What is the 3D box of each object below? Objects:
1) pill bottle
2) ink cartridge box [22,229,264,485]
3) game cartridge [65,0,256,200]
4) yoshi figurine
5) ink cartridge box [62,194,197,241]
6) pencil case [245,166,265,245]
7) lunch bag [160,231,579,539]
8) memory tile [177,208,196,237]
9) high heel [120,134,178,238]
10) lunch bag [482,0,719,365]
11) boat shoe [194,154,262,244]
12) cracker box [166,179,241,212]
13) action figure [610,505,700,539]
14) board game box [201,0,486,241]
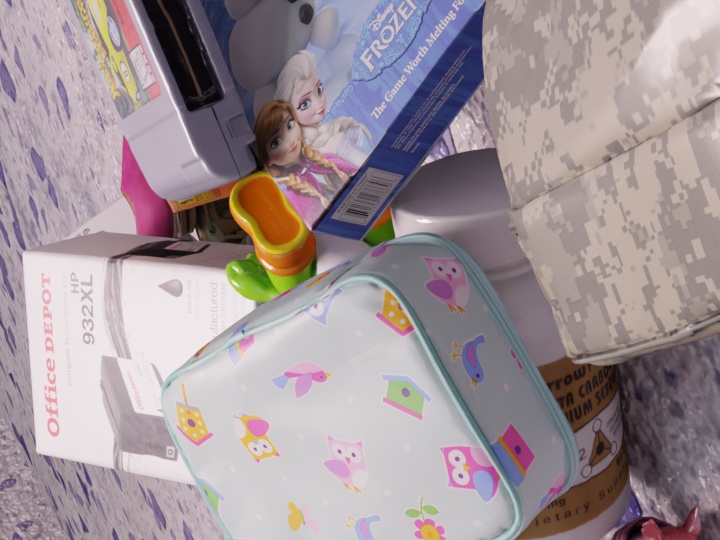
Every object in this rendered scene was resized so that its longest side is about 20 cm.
[{"bbox_3d":[0.077,0.044,0.800,0.114,0.114,0.201,31,139,57],"label":"pill bottle"},{"bbox_3d":[-0.122,0.057,0.994,0.199,0.084,0.146,6,103,33],"label":"ink cartridge box"},{"bbox_3d":[-0.118,-0.134,0.782,0.201,0.041,0.133,68,164,-5],"label":"game cartridge"},{"bbox_3d":[-0.010,-0.009,0.870,0.112,0.112,0.200,15,156,23],"label":"yoshi figurine"},{"bbox_3d":[-0.145,0.036,1.248,0.146,0.084,0.200,53,-179,23],"label":"ink cartridge box"},{"bbox_3d":[-0.046,-0.021,1.061,0.078,0.089,0.200,53,155,16],"label":"pencil case"},{"bbox_3d":[0.001,0.083,0.746,0.200,0.077,0.161,-29,95,43],"label":"lunch bag"},{"bbox_3d":[-0.138,-0.127,1.112,0.200,0.017,0.154,113,143,-65],"label":"memory tile"},{"bbox_3d":[-0.178,-0.008,1.118,0.067,0.095,0.201,175,84,-84],"label":"high heel"},{"bbox_3d":[0.130,-0.075,0.521,0.168,0.139,0.200,66,158,2],"label":"lunch bag"},{"bbox_3d":[-0.094,-0.068,1.162,0.063,0.073,0.202,180,76,-73],"label":"boat shoe"},{"bbox_3d":[-0.128,-0.154,0.942,0.134,0.057,0.201,74,-179,-71],"label":"cracker box"},{"bbox_3d":[0.157,0.194,0.827,0.149,0.133,0.201,-70,-7,-54],"label":"action figure"},{"bbox_3d":[-0.006,-0.155,0.751,0.200,0.043,0.199,-52,54,22],"label":"board game box"}]
